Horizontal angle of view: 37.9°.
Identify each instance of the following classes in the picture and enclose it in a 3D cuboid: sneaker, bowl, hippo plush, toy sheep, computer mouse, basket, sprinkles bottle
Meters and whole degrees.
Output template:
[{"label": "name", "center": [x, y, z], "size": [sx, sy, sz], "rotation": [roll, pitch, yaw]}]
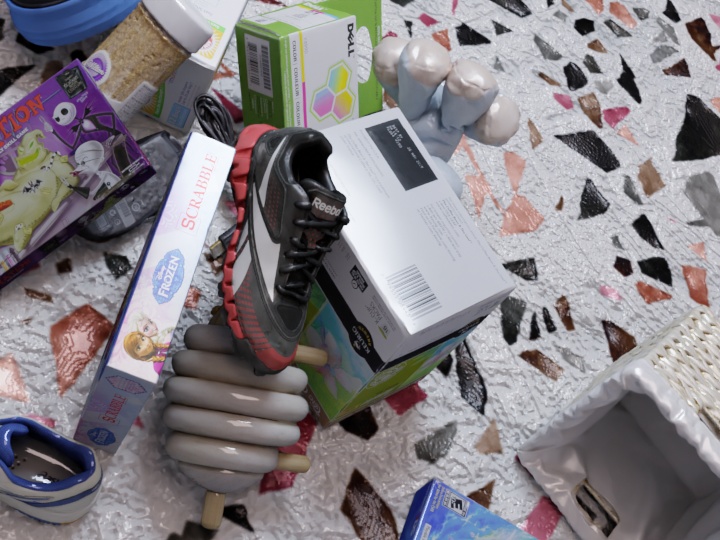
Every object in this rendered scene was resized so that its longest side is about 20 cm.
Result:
[{"label": "sneaker", "center": [-0.057, -0.022, 0.814], "size": [0.070, 0.097, 0.204], "rotation": [17, 70, -50]}, {"label": "bowl", "center": [-0.261, -0.303, 1.026], "size": [0.197, 0.040, 0.203], "rotation": [-15, 46, 16]}, {"label": "hippo plush", "center": [0.049, -0.135, 1.093], "size": [0.158, 0.199, 0.163], "rotation": [35, 77, -28]}, {"label": "toy sheep", "center": [-0.103, 0.114, 0.880], "size": [0.136, 0.138, 0.204], "rotation": [11, 78, -21]}, {"label": "sneaker", "center": [-0.289, 0.129, 0.798], "size": [0.197, 0.088, 0.076], "rotation": [18, 56, -15]}, {"label": "computer mouse", "center": [-0.186, -0.064, 1.002], "size": [0.199, 0.046, 0.142], "rotation": [-37, 103, -31]}, {"label": "basket", "center": [0.298, 0.172, 1.004], "size": [0.199, 0.200, 0.160], "rotation": [49, 50, 8]}, {"label": "sprinkles bottle", "center": [-0.223, -0.170, 0.951], "size": [0.068, 0.200, 0.068], "rotation": [45, 9, -9]}]

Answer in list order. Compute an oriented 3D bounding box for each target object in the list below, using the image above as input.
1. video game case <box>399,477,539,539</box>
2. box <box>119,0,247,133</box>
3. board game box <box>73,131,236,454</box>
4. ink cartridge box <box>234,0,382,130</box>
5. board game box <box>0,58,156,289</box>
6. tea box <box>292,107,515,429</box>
[{"label": "video game case", "center": [0.103, 0.313, 0.914], "size": [0.180, 0.046, 0.202], "rotation": [31, 51, -8]}, {"label": "box", "center": [-0.178, -0.262, 1.078], "size": [0.100, 0.113, 0.202], "rotation": [24, 53, -11]}, {"label": "board game box", "center": [-0.167, 0.024, 0.838], "size": [0.041, 0.200, 0.203], "rotation": [21, 60, -12]}, {"label": "ink cartridge box", "center": [-0.026, -0.201, 1.090], "size": [0.198, 0.150, 0.075], "rotation": [-26, 37, -36]}, {"label": "board game box", "center": [-0.287, -0.073, 0.893], "size": [0.199, 0.032, 0.121], "rotation": [-37, 74, -2]}, {"label": "tea box", "center": [0.000, 0.000, 0.955], "size": [0.132, 0.197, 0.202], "rotation": [-21, 71, -34]}]
